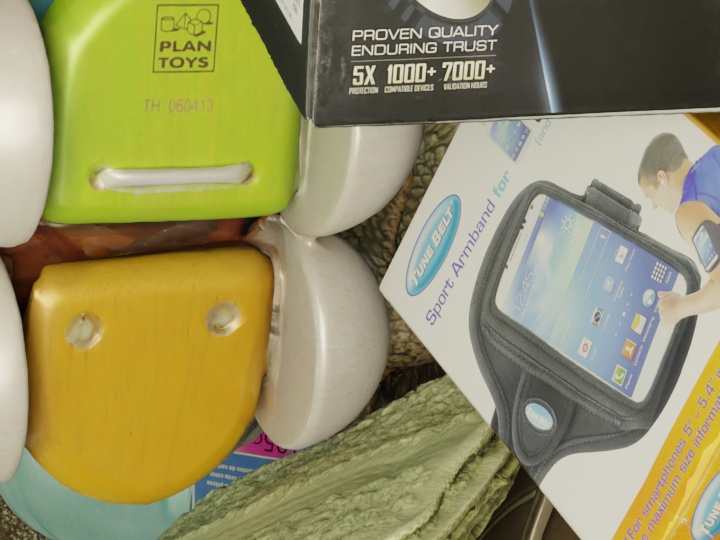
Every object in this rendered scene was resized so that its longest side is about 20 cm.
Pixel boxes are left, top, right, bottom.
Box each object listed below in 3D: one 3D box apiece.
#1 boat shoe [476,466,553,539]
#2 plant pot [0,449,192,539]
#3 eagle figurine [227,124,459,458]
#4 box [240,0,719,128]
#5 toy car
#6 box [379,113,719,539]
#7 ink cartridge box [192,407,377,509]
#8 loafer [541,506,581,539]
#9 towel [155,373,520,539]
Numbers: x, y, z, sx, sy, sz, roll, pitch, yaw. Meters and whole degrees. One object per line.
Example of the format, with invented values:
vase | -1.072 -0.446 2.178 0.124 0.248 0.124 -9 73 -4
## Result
boat shoe | 0.076 0.113 0.832 0.072 0.068 0.200 137 151 -67
plant pot | -0.083 0.087 1.292 0.134 0.200 0.201 29 126 44
eagle figurine | 0.007 -0.001 0.957 0.152 0.151 0.201 -168 69 -73
box | 0.043 -0.121 0.709 0.200 0.163 0.086 -117 28 -61
toy car | -0.083 -0.028 0.825 0.150 0.175 0.200 -130 43 -54
box | 0.073 -0.003 0.723 0.200 0.041 0.119 49 119 49
ink cartridge box | -0.029 0.116 1.162 0.136 0.076 0.200 -59 -24 -61
loafer | 0.092 0.082 0.753 0.073 0.071 0.201 171 96 -77
towel | -0.024 0.094 0.809 0.200 0.148 0.037 -29 100 35
